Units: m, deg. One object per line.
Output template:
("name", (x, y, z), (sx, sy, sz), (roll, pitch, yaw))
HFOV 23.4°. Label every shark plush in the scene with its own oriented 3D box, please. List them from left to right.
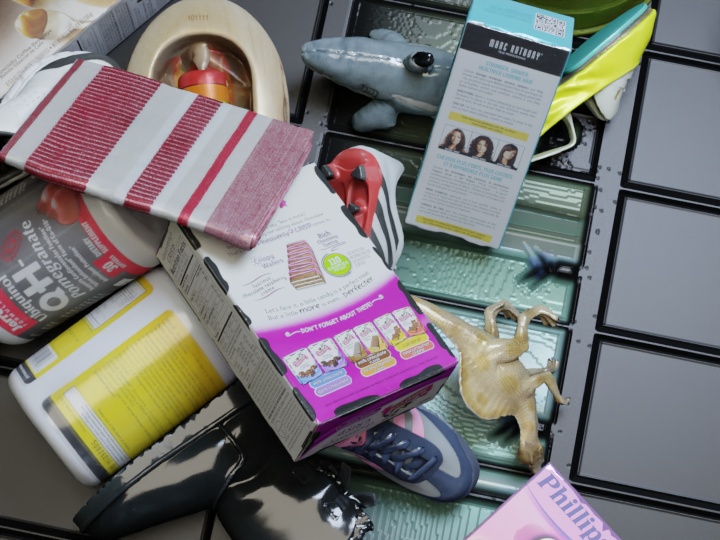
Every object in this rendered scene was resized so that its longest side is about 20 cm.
("shark plush", (0.053, -0.151, 1.402), (0.200, 0.083, 0.091), (20, 80, 25))

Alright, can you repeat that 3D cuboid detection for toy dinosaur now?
("toy dinosaur", (0.105, 0.065, 1.367), (0.200, 0.058, 0.101), (51, 60, -9))

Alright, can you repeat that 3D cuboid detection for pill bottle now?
("pill bottle", (-0.254, -0.011, 1.354), (0.200, 0.111, 0.111), (-30, 77, 17))
("pill bottle", (-0.165, 0.068, 1.357), (0.200, 0.112, 0.112), (-37, 79, -8))

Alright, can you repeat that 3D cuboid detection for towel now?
("towel", (-0.149, -0.088, 1.296), (0.200, 0.023, 0.144), (19, 40, 7))

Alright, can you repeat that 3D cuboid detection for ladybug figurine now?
("ladybug figurine", (-0.125, -0.123, 1.423), (0.136, 0.072, 0.200), (0, 76, 0))

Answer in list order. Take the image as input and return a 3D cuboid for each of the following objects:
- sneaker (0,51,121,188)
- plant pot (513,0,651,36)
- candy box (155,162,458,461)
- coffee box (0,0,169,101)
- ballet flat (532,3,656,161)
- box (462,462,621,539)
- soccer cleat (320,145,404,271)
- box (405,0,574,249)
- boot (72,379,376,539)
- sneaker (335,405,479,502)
("sneaker", (-0.256, -0.107, 1.352), (0.080, 0.074, 0.200), (14, 42, 45))
("plant pot", (0.176, -0.318, 1.411), (0.200, 0.193, 0.200), (0, 77, -1))
("candy box", (-0.041, 0.027, 1.290), (0.136, 0.061, 0.200), (-21, 66, -34))
("coffee box", (-0.252, -0.231, 1.444), (0.200, 0.080, 0.114), (-41, 80, -9))
("ballet flat", (0.173, -0.141, 1.442), (0.200, 0.067, 0.067), (-35, 100, -5))
("box", (0.126, 0.280, 1.316), (0.200, 0.097, 0.176), (-40, 80, -10))
("soccer cleat", (0.000, 0.000, 1.400), (0.069, 0.085, 0.200), (7, 95, 34))
("box", (0.099, -0.115, 1.362), (0.082, 0.200, 0.049), (16, 39, -1))
("boot", (-0.101, 0.192, 1.353), (0.198, 0.073, 0.162), (-37, 85, -7))
("sneaker", (0.005, 0.126, 1.339), (0.200, 0.082, 0.070), (36, 113, -8))
